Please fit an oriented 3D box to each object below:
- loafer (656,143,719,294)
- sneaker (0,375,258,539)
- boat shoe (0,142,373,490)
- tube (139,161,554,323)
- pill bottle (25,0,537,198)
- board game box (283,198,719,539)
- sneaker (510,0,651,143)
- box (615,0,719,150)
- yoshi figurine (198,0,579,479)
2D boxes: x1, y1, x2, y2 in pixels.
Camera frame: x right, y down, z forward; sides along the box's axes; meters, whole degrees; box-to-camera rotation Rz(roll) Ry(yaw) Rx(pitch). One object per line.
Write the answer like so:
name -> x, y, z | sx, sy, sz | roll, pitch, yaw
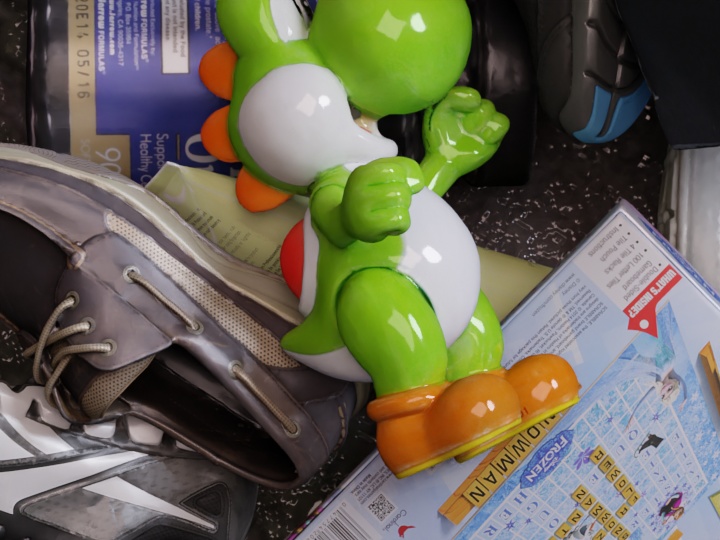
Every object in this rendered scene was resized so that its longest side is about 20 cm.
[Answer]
loafer -> 0.157, 0.030, 1.216 | 0.069, 0.070, 0.201 | -4, 87, 2
sneaker -> -0.131, 0.087, 1.176 | 0.199, 0.066, 0.091 | 6, 83, -16
boat shoe -> -0.090, 0.018, 1.138 | 0.199, 0.075, 0.073 | 25, 48, -4
tube -> 0.000, 0.000, 1.187 | 0.199, 0.052, 0.058 | 16, 109, -20
pill bottle -> -0.032, -0.075, 1.203 | 0.199, 0.112, 0.112 | -1, 78, -3
board game box -> 0.102, 0.112, 1.167 | 0.200, 0.041, 0.200 | 46, 100, 1
sneaker -> 0.070, -0.142, 1.168 | 0.082, 0.073, 0.201 | -12, 72, 25
box -> 0.181, -0.174, 1.086 | 0.199, 0.123, 0.199 | -28, 103, -21
yoshi figurine -> 0.019, -0.033, 1.102 | 0.112, 0.112, 0.201 | -23, 82, -22
